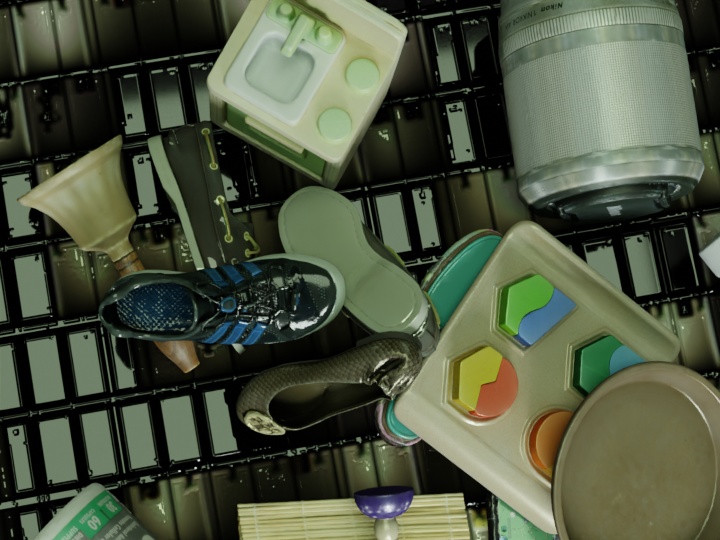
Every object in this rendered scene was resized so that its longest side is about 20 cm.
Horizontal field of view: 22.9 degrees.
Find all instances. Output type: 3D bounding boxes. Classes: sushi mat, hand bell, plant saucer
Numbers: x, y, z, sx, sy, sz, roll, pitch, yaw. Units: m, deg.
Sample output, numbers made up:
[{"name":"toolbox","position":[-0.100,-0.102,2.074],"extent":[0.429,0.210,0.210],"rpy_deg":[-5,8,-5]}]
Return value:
[{"name":"sushi mat","position":[-0.004,0.241,1.509],"extent":[0.197,0.012,0.097],"rpy_deg":[-2,81,-5]},{"name":"hand bell","position":[-0.194,-0.003,1.511],"extent":[0.104,0.104,0.201],"rpy_deg":[-33,97,-9]},{"name":"plant saucer","position":[0.236,0.175,1.481],"extent":[0.198,0.029,0.203],"rpy_deg":[-1,93,-29]}]

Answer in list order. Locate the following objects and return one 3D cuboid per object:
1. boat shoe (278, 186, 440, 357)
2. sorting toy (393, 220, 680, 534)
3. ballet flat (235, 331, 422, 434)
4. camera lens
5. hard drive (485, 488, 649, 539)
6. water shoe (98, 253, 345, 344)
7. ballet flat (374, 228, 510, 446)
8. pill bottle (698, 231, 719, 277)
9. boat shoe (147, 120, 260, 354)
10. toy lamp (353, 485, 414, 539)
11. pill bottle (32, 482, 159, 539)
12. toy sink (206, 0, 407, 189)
[{"name":"boat shoe","position":[-0.002,0.002,1.494],"extent":[0.072,0.060,0.202],"rpy_deg":[-42,48,-1]},{"name":"sorting toy","position":[0.151,0.089,1.481],"extent":[0.185,0.036,0.201],"rpy_deg":[37,80,-10]},{"name":"ballet flat","position":[-0.028,0.101,1.454],"extent":[0.067,0.199,0.047],"rpy_deg":[32,49,-38]},{"name":"camera lens","position":[0.202,-0.148,1.515],"extent":[0.158,0.160,0.202],"rpy_deg":[-6,81,-6]},{"name":"hard drive","position":[0.173,0.137,1.528],"extent":[0.138,0.038,0.203],"rpy_deg":[-3,80,-5]},{"name":"water shoe","position":[-0.111,0.032,1.430],"extent":[0.198,0.079,0.072],"rpy_deg":[-6,99,8]},{"name":"ballet flat","position":[0.061,0.054,1.515],"extent":[0.069,0.071,0.202],"rpy_deg":[28,82,-18]},{"name":"pill bottle","position":[0.389,0.031,1.525],"extent":[0.113,0.113,0.200],"rpy_deg":[-39,86,-9]},{"name":"boat shoe","position":[-0.120,-0.031,1.514],"extent":[0.060,0.072,0.203],"rpy_deg":[-22,80,-3]},{"name":"toy lamp","position":[0.029,0.282,1.473],"extent":[0.057,0.058,0.203],"rpy_deg":[-4,91,-5]},{"name":"pill bottle","position":[-0.181,0.279,1.438],"extent":[0.200,0.113,0.113],"rpy_deg":[43,80,3]},{"name":"toy sink","position":[-0.049,-0.158,1.477],"extent":[0.129,0.200,0.113],"rpy_deg":[29,79,0]}]
